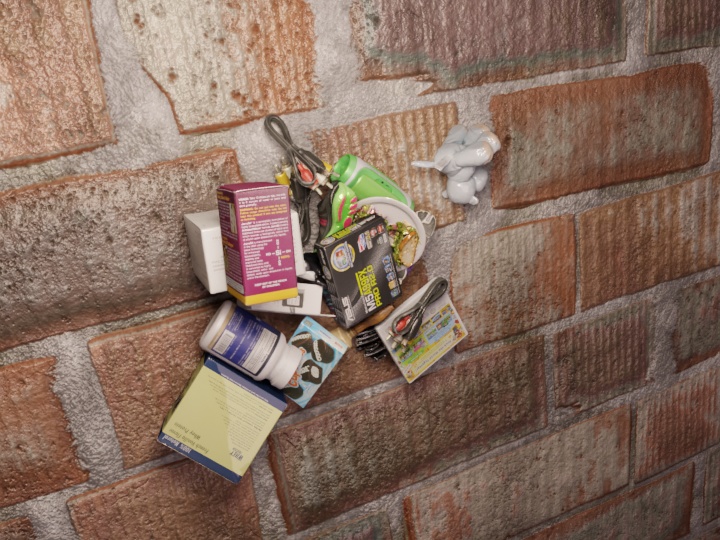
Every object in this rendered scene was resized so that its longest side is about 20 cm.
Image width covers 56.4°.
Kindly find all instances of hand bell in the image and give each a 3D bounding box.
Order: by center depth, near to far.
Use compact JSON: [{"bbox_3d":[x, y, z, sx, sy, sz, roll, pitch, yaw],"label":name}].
[{"bbox_3d":[-0.008,0.136,1.551,0.199,0.104,0.104,-34,117,8],"label":"hand bell"}]

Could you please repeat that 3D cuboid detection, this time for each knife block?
[{"bbox_3d":[0.075,0.132,1.646,0.175,0.064,0.201,31,90,-29],"label":"knife block"}]

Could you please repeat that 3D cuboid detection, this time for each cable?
[{"bbox_3d":[-0.139,-0.238,1.410,0.199,0.050,0.097,39,54,3],"label":"cable"},{"bbox_3d":[-0.134,-0.158,1.485,0.097,0.050,0.202,-30,128,-34],"label":"cable"},{"bbox_3d":[0.125,0.091,1.564,0.097,0.050,0.201,38,78,-40],"label":"cable"}]

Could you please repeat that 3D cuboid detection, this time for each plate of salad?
[{"bbox_3d":[0.048,-0.073,1.519,0.197,0.048,0.202,8,127,10],"label":"plate of salad"}]

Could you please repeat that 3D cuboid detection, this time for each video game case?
[{"bbox_3d":[0.151,0.147,1.639,0.199,0.023,0.183,-38,116,-13],"label":"video game case"}]

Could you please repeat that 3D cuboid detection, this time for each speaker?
[{"bbox_3d":[0.029,-0.180,1.527,0.199,0.088,0.089,33,89,-29],"label":"speaker"}]

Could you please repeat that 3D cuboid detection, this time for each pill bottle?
[{"bbox_3d":[-0.230,0.161,1.423,0.199,0.116,0.116,34,89,-14],"label":"pill bottle"}]

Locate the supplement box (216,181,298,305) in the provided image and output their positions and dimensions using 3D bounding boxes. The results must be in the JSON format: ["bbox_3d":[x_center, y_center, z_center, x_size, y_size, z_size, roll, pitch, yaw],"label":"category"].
[{"bbox_3d":[-0.187,-0.053,1.210,0.102,0.131,0.203,-9,104,-24],"label":"supplement box"}]

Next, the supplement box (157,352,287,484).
[{"bbox_3d":[-0.296,0.307,1.453,0.199,0.134,0.201,32,89,-12],"label":"supplement box"}]

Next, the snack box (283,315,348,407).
[{"bbox_3d":[-0.124,0.208,1.509,0.116,0.037,0.201,36,122,2],"label":"snack box"}]

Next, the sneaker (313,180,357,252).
[{"bbox_3d":[-0.060,-0.114,1.492,0.076,0.084,0.201,-2,135,-30],"label":"sneaker"}]

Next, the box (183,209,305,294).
[{"bbox_3d":[-0.239,-0.054,1.369,0.197,0.200,0.133,-12,107,-22],"label":"box"}]

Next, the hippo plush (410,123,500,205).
[{"bbox_3d":[0.253,-0.231,1.577,0.200,0.158,0.162,-45,131,-29],"label":"hippo plush"}]

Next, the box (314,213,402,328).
[{"bbox_3d":[0.000,0.000,1.461,0.159,0.044,0.202,-28,119,-26],"label":"box"}]

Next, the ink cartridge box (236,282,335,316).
[{"bbox_3d":[-0.161,0.061,1.481,0.198,0.115,0.068,7,84,-27],"label":"ink cartridge box"}]

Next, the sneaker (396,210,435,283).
[{"bbox_3d":[0.112,-0.054,1.605,0.080,0.083,0.201,35,105,12],"label":"sneaker"}]

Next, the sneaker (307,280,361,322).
[{"bbox_3d":[-0.046,0.072,1.565,0.199,0.079,0.096,25,96,-28],"label":"sneaker"}]

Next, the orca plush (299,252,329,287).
[{"bbox_3d":[-0.065,-0.013,1.483,0.198,0.106,0.072,18,114,-18],"label":"orca plush"}]
